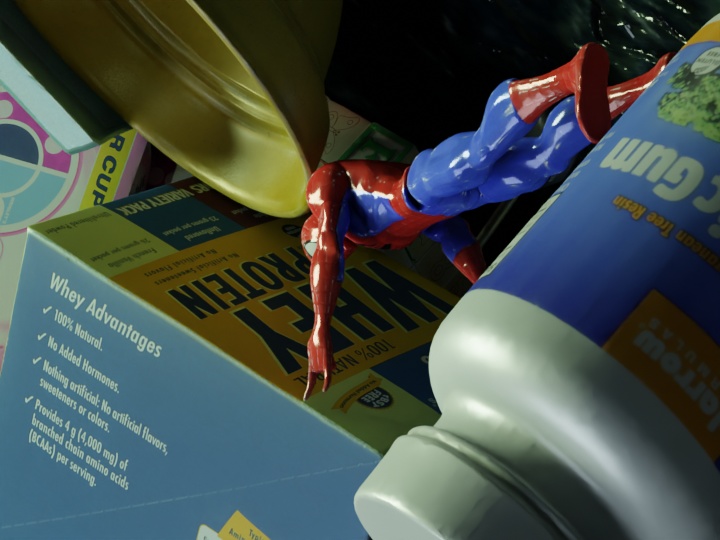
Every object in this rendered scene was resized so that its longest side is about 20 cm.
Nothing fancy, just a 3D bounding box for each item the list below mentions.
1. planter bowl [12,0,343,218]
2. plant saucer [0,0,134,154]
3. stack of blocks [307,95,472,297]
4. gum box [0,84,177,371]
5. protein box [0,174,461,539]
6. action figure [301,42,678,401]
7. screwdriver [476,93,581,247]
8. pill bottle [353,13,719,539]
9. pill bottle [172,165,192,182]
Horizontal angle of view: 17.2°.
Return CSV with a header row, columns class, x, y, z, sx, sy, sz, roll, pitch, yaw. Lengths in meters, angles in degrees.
class,x,y,z,sx,sy,sz,roll,pitch,yaw
planter bowl,-0.068,-0.121,0.962,0.200,0.084,0.201,39,164,13
plant saucer,-0.179,-0.127,1.037,0.200,0.019,0.070,46,-165,-1
stack of blocks,0.000,0.000,1.152,0.115,0.059,0.201,30,160,39
gum box,-0.153,-0.042,1.106,0.113,0.202,0.066,15,166,10
protein box,-0.046,0.097,1.008,0.198,0.134,0.201,30,119,28
action figure,0.038,-0.009,0.866,0.065,0.100,0.199,5,167,-34
screwdriver,0.066,-0.035,0.976,0.028,0.029,0.200,41,168,4
pill bottle,0.092,0.023,0.733,0.112,0.200,0.112,38,163,14
pill bottle,-0.171,-0.095,1.226,0.200,0.112,0.112,42,164,4
